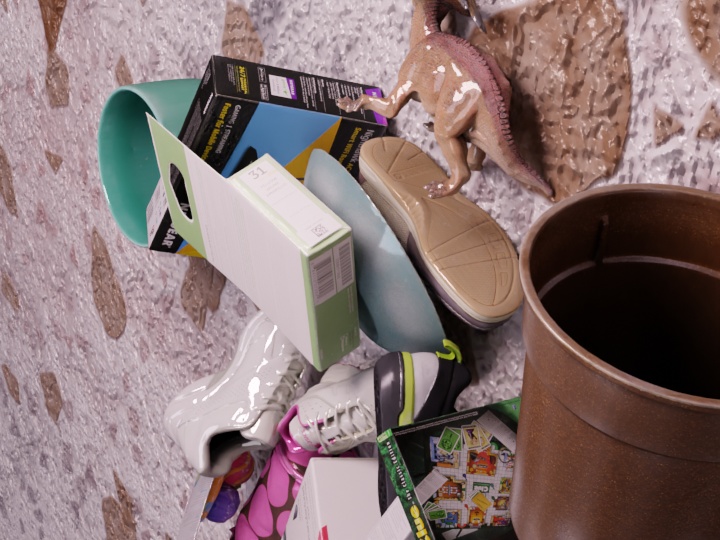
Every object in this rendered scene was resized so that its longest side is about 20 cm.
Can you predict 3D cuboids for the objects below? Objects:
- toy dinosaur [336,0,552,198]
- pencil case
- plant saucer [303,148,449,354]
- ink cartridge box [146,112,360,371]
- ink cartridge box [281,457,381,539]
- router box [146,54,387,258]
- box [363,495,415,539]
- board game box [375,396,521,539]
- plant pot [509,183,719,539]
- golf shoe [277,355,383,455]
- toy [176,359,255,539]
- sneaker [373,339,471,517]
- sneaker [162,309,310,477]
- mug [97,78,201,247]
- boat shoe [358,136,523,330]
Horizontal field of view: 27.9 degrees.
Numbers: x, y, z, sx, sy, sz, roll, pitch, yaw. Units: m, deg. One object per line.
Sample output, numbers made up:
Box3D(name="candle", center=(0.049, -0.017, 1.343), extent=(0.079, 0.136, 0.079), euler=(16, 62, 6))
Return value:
Box3D(name="toy dinosaur", center=(0.071, -0.141, 1.048), extent=(0.200, 0.086, 0.136), euler=(49, 130, 28))
Box3D(name="pencil case", center=(-0.069, 0.224, 1.351), extent=(0.094, 0.090, 0.201), euler=(61, 140, 33))
Box3D(name="plant saucer", center=(0.000, 0.000, 1.141), extent=(0.202, 0.039, 0.201), euler=(55, 169, 17))
Box3D(name="ink cartridge box", center=(-0.082, -0.032, 1.126), extent=(0.200, 0.048, 0.146), euler=(43, 155, 31))
Box3D(name="ink cartridge box", center=(-0.016, 0.273, 1.231), extent=(0.201, 0.084, 0.145), euler=(109, 158, -48))
Box3D(name="router box", center=(-0.083, -0.085, 1.220), extent=(0.200, 0.148, 0.051), euler=(122, 148, -46))
Box3D(name="box", center=(0.058, 0.225, 1.066), extent=(0.200, 0.144, 0.036), euler=(-54, 39, 25))
Box3D(name="board game box", center=(0.106, 0.138, 0.968), extent=(0.023, 0.199, 0.105), euler=(-41, 65, 44))
Box3D(name="plant pot", center=(0.179, 0.085, 0.872), extent=(0.200, 0.199, 0.199), euler=(46, 142, 39))
Box3D(name="golf shoe", center=(-0.005, 0.122, 1.191), extent=(0.076, 0.091, 0.200), euler=(58, 158, -4))
Box3D(name="toy", center=(-0.127, 0.184, 1.391), extent=(0.115, 0.047, 0.201), euler=(136, 149, -70))
Box3D(name="sneaker", center=(0.056, 0.150, 1.087), extent=(0.072, 0.082, 0.201), euler=(-106, 12, -66))
Box3D(name="sneaker", center=(-0.082, 0.110, 1.287), extent=(0.200, 0.078, 0.099), euler=(-47, 45, 10))
Box3D(name="mug", center=(-0.155, -0.097, 1.356), extent=(0.185, 0.114, 0.153), euler=(38, 129, 43))
Box3D(name="boat shoe", center=(0.057, -0.022, 1.113), extent=(0.200, 0.072, 0.065), euler=(52, 147, 34))
